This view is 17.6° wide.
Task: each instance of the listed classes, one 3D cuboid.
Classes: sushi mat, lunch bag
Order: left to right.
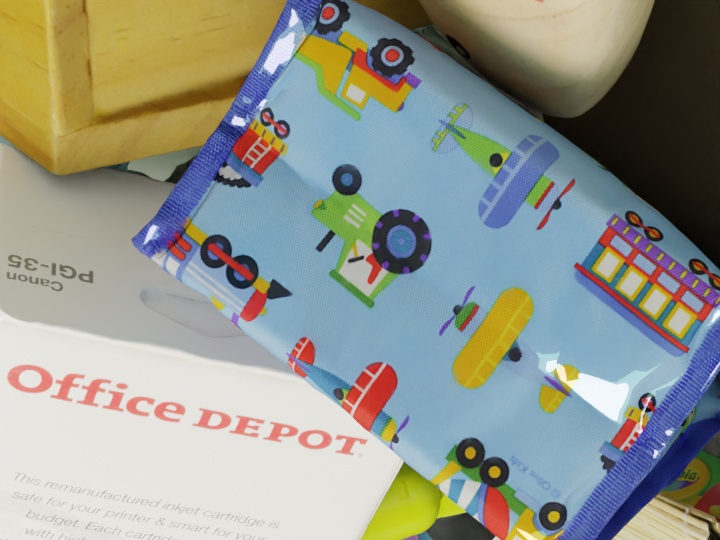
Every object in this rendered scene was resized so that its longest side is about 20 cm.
[{"bbox_3d":[0.049,-0.005,0.696,0.150,0.200,0.094,38,104,12],"label":"lunch bag"},{"bbox_3d":[0.109,0.109,0.971,0.096,0.012,0.200,50,166,-26],"label":"sushi mat"}]

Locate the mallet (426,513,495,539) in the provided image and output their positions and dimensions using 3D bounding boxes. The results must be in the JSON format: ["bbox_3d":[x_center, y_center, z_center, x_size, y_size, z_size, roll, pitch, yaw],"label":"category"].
[{"bbox_3d":[-0.022,0.090,1.069,0.200,0.041,0.066,2,142,40],"label":"mallet"}]

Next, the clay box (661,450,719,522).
[{"bbox_3d":[0.196,0.140,0.944,0.115,0.048,0.200,48,166,-30],"label":"clay box"}]

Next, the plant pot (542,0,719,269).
[{"bbox_3d":[0.155,-0.059,0.714,0.174,0.200,0.200,19,146,34],"label":"plant pot"}]

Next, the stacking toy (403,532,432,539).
[{"bbox_3d":[0.039,0.184,1.128,0.085,0.085,0.200,-20,129,41],"label":"stacking toy"}]

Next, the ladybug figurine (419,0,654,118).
[{"bbox_3d":[0.057,-0.141,0.625,0.072,0.136,0.200,13,109,1],"label":"ladybug figurine"}]

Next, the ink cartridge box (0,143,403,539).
[{"bbox_3d":[-0.078,0.067,0.768,0.146,0.083,0.200,13,131,-16],"label":"ink cartridge box"}]

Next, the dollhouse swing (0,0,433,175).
[{"bbox_3d":[-0.058,-0.163,0.709,0.182,0.176,0.200,36,141,34],"label":"dollhouse swing"}]

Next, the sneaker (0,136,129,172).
[{"bbox_3d":[-0.108,-0.045,0.797,0.074,0.200,0.082,30,136,51],"label":"sneaker"}]

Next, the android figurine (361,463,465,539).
[{"bbox_3d":[-0.022,0.065,0.946,0.200,0.182,0.041,-13,117,-12],"label":"android figurine"}]

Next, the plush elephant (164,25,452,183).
[{"bbox_3d":[0.000,0.000,0.862,0.164,0.155,0.200,11,141,14],"label":"plush elephant"}]

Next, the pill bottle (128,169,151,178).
[{"bbox_3d":[-0.178,0.001,0.893,0.200,0.110,0.110,4,138,19],"label":"pill bottle"}]
